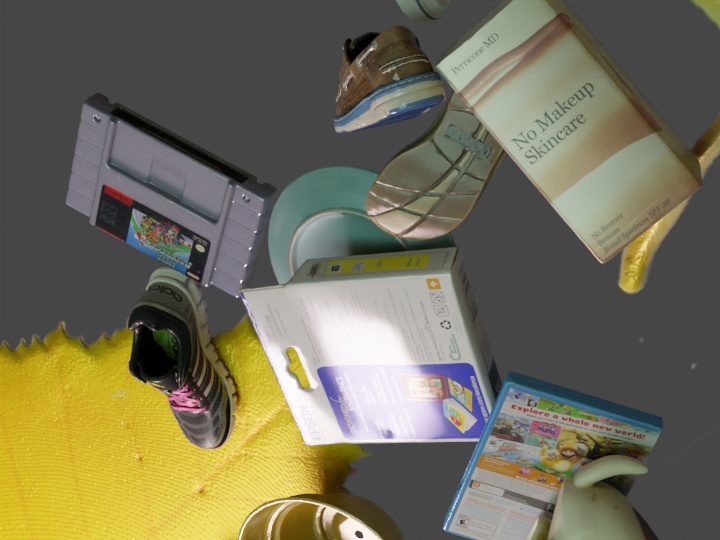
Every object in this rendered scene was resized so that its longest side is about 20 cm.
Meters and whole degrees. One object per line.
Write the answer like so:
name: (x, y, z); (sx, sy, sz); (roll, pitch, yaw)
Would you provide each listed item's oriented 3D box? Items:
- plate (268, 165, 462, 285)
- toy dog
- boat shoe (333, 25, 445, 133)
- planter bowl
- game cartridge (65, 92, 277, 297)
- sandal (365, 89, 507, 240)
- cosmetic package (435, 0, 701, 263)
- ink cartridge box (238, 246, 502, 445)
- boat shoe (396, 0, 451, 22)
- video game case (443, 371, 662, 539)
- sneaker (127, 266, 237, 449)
plate: (0.000, 0.000, 1.534); (0.199, 0.026, 0.201); (14, 125, 21)
toy dog: (0.245, 0.274, 1.500); (0.199, 0.140, 0.194); (26, 91, 1)
boat shoe: (0.020, -0.155, 1.357); (0.200, 0.072, 0.073); (174, 81, -74)
planter bowl: (-0.017, 0.283, 1.689); (0.200, 0.083, 0.201); (15, 127, 21)
game cartridge: (-0.181, -0.067, 1.592); (0.200, 0.038, 0.130); (28, 126, 12)
sandal: (0.081, -0.104, 1.407); (0.080, 0.054, 0.200); (35, 116, -1)
cosmetic package: (0.160, -0.118, 1.304); (0.103, 0.087, 0.200); (-41, 96, 17)
ink cartridge box: (0.017, 0.073, 1.526); (0.199, 0.047, 0.198); (-2, 129, 24)
boat shoe: (0.054, -0.281, 1.288); (0.065, 0.074, 0.201); (9, 125, 30)
video game case: (0.170, 0.185, 1.534); (0.143, 0.018, 0.200); (17, 129, -2)
sneaker: (-0.181, 0.100, 1.663); (0.073, 0.087, 0.201); (4, 122, 28)
